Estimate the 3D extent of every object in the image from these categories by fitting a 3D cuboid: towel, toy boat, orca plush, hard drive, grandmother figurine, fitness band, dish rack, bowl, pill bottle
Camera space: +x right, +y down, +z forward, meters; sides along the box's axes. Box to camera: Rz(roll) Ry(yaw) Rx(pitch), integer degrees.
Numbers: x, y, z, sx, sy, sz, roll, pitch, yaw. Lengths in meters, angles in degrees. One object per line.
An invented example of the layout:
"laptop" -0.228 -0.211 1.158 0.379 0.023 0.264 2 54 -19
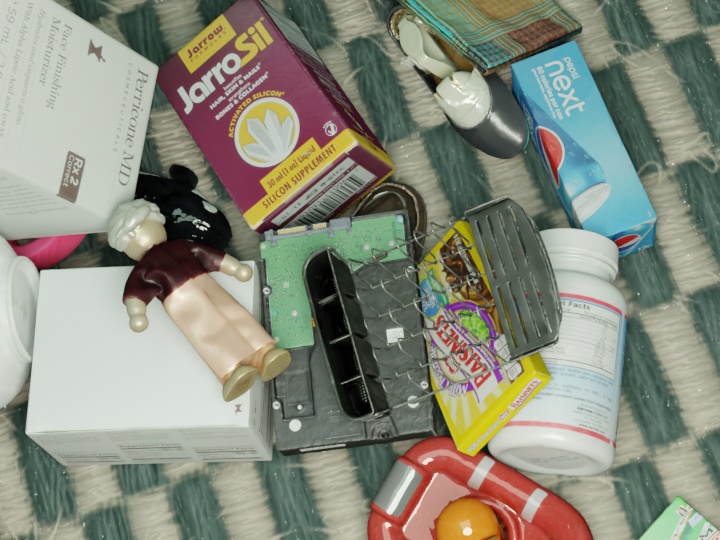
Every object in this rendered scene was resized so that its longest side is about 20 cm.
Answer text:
"towel" 0.103 -0.275 1.532 0.147 0.022 0.200 -28 61 -35
"toy boat" 0.097 0.220 1.299 0.200 0.131 0.131 29 84 19
"orca plush" -0.216 -0.081 1.505 0.200 0.071 0.105 41 78 21
"hard drive" -0.012 0.054 1.370 0.139 0.038 0.200 -9 73 7
"grandmother figurine" -0.150 0.019 1.336 0.121 0.061 0.200 -23 66 -41
"fitness band" -0.289 -0.096 1.500 0.144 0.037 0.200 36 95 42
"dish rack" 0.062 0.027 1.298 0.200 0.055 0.154 -23 70 19
"bowl" -0.337 0.040 1.402 0.090 0.201 0.201 -8 67 7
"pill bottle" 0.175 0.070 1.368 0.109 0.109 0.200 5 68 10

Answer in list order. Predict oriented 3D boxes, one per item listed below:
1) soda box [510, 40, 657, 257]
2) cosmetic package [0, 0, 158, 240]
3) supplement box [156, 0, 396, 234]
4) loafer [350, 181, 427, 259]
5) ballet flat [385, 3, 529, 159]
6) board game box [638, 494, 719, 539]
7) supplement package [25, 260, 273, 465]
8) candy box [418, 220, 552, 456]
"soda box" 0.206 -0.108 1.461 0.068 0.064 0.200 -20 66 0
"cosmetic package" -0.313 -0.137 1.384 0.165 0.200 0.165 -3 71 36
"supplement box" -0.081 -0.140 1.478 0.131 0.103 0.200 -40 66 11
"loafer" 0.000 0.000 1.441 0.073 0.071 0.200 23 73 16
"ballet flat" 0.085 -0.186 1.504 0.073 0.073 0.200 -30 65 -5
"board game box" 0.251 0.305 1.304 0.135 0.029 0.200 40 79 22
"supplement package" -0.183 0.085 1.412 0.200 0.111 0.156 -2 68 7
"candy box" 0.093 0.055 1.366 0.102 0.026 0.200 -50 38 24
